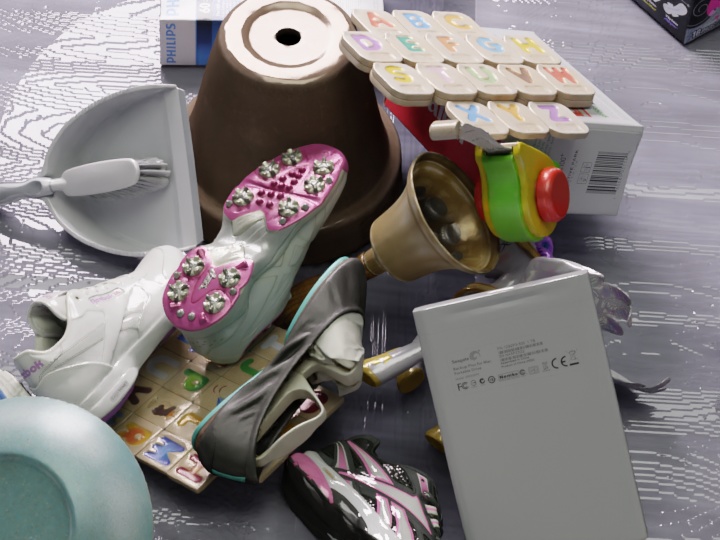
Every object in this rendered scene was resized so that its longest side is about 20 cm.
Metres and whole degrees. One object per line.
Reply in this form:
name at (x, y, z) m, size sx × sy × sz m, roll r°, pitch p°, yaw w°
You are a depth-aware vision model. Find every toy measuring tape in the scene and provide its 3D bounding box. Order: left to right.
toy measuring tape at (0.105, -0.061, 1.623) m, size 0.073 × 0.200 × 0.074 m, roll -5°, pitch 79°, yaw 28°

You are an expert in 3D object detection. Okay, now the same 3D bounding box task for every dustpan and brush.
dustpan and brush at (-0.234, -0.072, 1.790) m, size 0.199 × 0.140 × 0.057 m, roll -8°, pitch -2°, yaw 30°

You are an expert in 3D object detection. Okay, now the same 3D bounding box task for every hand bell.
hand bell at (0.000, 0.000, 1.696) m, size 0.200 × 0.104 × 0.104 m, roll -31°, pitch 39°, yaw 30°

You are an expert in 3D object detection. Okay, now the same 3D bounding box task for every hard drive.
hard drive at (0.125, 0.111, 1.587) m, size 0.131 × 0.201 × 0.026 m, roll -13°, pitch 6°, yaw 8°

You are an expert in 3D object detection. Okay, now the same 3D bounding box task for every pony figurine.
pony figurine at (0.122, 0.054, 1.677) m, size 0.193 × 0.167 × 0.200 m, roll 32°, pitch 69°, yaw 32°

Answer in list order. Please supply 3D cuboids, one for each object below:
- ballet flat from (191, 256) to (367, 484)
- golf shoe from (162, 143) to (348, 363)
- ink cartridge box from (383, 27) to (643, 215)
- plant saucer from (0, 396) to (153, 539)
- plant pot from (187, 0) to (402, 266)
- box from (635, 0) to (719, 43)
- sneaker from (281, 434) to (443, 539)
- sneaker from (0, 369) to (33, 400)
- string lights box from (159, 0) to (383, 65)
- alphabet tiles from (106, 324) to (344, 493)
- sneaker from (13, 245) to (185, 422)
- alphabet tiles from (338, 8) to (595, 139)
ballet flat at (-0.041, 0.081, 1.611) m, size 0.068 × 0.068 × 0.200 m, roll 31°, pitch 72°, yaw 25°
golf shoe at (-0.076, -0.013, 1.696) m, size 0.075 × 0.092 × 0.200 m, roll 26°, pitch 65°, yaw 32°
ink cartridge box at (0.104, -0.129, 1.787) m, size 0.175 × 0.084 × 0.200 m, roll 2°, pitch 28°, yaw -27°
plant saucer at (-0.247, 0.186, 1.538) m, size 0.200 × 0.039 × 0.202 m, roll -3°, pitch 77°, yaw 11°
plant pot at (-0.060, -0.130, 1.788) m, size 0.199 × 0.175 × 0.201 m, roll 2°, pitch 51°, yaw -3°
box at (0.342, -0.323, 2.010) m, size 0.200 × 0.115 × 0.132 m, roll -29°, pitch 57°, yaw -24°
sneaker at (0.032, 0.187, 1.590) m, size 0.086 × 0.080 × 0.200 m, roll -28°, pitch 58°, yaw -26°
sneaker at (-0.240, 0.167, 1.605) m, size 0.089 × 0.079 × 0.200 m, roll -39°, pitch 58°, yaw -14°
string lights box at (-0.081, -0.239, 1.951) m, size 0.199 × 0.059 × 0.103 m, roll 1°, pitch 50°, yaw -3°
alphabet tiles at (-0.118, 0.093, 1.674) m, size 0.200 × 0.006 × 0.166 m, roll 24°, pitch 51°, yaw 34°
sneaker at (-0.196, 0.033, 1.671) m, size 0.100 × 0.075 × 0.200 m, roll 45°, pitch 42°, yaw -15°
alphabet tiles at (0.086, -0.159, 1.709) m, size 0.199 × 0.015 × 0.196 m, roll -3°, pitch 35°, yaw -34°
